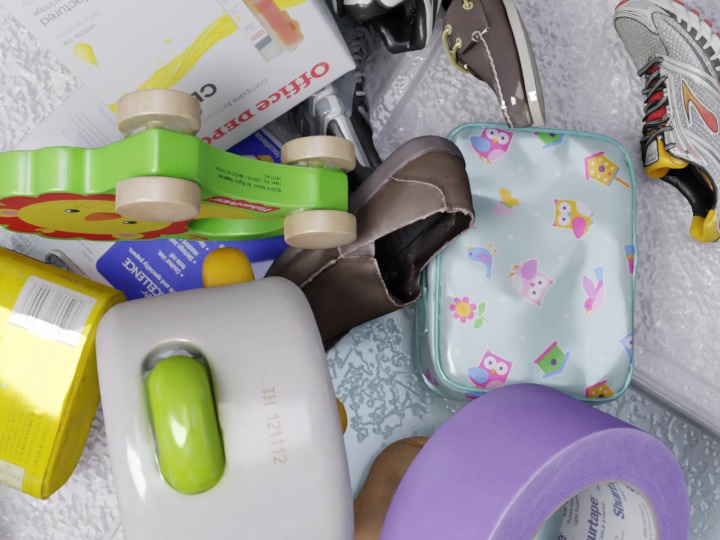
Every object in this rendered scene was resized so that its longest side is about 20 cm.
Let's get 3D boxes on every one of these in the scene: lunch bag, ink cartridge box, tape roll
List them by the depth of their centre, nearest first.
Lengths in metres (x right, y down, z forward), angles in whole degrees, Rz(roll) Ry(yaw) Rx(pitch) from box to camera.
[{"bbox_3d":[-0.110,-0.167,0.680,0.144,0.200,0.084,-30,55,9],"label":"ink cartridge box"},{"bbox_3d":[0.112,0.180,0.710,0.198,0.085,0.202,-11,110,-33],"label":"tape roll"},{"bbox_3d":[-0.147,-0.042,0.797,0.198,0.047,0.200,44,80,2],"label":"ink cartridge box"},{"bbox_3d":[0.112,-0.005,0.802,0.158,0.077,0.203,4,79,-5],"label":"lunch bag"}]

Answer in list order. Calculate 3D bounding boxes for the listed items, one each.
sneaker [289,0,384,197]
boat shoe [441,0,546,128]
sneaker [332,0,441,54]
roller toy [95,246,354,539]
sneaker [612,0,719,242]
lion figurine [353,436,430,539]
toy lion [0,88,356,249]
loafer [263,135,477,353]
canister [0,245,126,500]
[{"bbox_3d":[-0.001,-0.147,0.806,0.115,0.075,0.201,-24,69,-16],"label":"sneaker"},{"bbox_3d":[0.086,-0.177,0.814,0.059,0.072,0.202,-16,57,6],"label":"boat shoe"},{"bbox_3d":[0.001,-0.210,0.723,0.075,0.199,0.089,-4,70,33],"label":"sneaker"},{"bbox_3d":[-0.076,0.099,0.678,0.138,0.200,0.184,-10,117,-10],"label":"roller toy"},{"bbox_3d":[0.242,-0.114,0.838,0.082,0.078,0.201,-27,83,-10],"label":"sneaker"},{"bbox_3d":[0.013,0.177,0.766,0.122,0.073,0.200,37,66,6],"label":"lion figurine"},{"bbox_3d":[-0.128,-0.046,0.702,0.199,0.191,0.070,9,75,-44],"label":"toy lion"},{"bbox_3d":[0.000,0.000,0.748,0.200,0.073,0.071,-49,44,22],"label":"loafer"},{"bbox_3d":[-0.265,0.047,0.721,0.198,0.087,0.150,20,96,3],"label":"canister"}]
